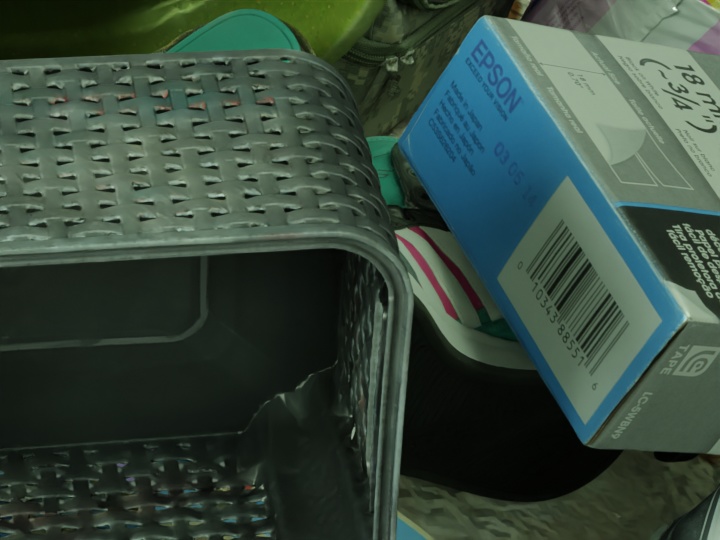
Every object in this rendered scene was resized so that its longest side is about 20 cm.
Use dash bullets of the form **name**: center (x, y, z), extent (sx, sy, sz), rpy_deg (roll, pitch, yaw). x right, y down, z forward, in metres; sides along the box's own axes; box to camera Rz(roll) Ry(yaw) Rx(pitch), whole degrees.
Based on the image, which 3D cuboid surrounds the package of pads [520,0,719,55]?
- **package of pads**: center (0.128, -0.123, 1.153), extent (0.076, 0.120, 0.200), rpy_deg (43, 33, -7)

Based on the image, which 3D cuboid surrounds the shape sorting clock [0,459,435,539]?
- **shape sorting clock**: center (-0.031, 0.110, 0.798), extent (0.199, 0.039, 0.200), rpy_deg (20, 34, -14)

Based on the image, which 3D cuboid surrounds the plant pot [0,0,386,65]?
- **plant pot**: center (-0.106, -0.167, 0.928), extent (0.199, 0.200, 0.191), rpy_deg (2, 58, -35)

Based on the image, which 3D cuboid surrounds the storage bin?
- **storage bin**: center (-0.093, 0.024, 0.731), extent (0.199, 0.136, 0.094), rpy_deg (-4, 36, -10)

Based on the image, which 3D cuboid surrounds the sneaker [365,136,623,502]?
- **sneaker**: center (0.000, 0.000, 0.908), extent (0.200, 0.084, 0.121), rpy_deg (24, 25, -43)

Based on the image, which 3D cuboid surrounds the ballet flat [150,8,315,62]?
- **ballet flat**: center (-0.097, -0.016, 0.885), extent (0.199, 0.071, 0.071), rpy_deg (-32, 61, -20)

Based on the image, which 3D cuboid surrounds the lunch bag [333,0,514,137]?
- **lunch bag**: center (0.006, -0.159, 1.074), extent (0.139, 0.168, 0.200), rpy_deg (36, 34, 13)

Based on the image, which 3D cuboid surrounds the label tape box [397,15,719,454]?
- **label tape box**: center (0.130, -0.007, 0.905), extent (0.199, 0.063, 0.145), rpy_deg (6, 41, -38)

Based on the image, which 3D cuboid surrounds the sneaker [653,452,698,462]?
- **sneaker**: center (0.166, 0.020, 1.031), extent (0.199, 0.074, 0.118), rpy_deg (-4, 37, -26)

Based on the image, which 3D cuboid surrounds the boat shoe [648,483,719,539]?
- **boat shoe**: center (0.100, 0.136, 0.836), extent (0.072, 0.068, 0.200), rpy_deg (44, 38, -16)
